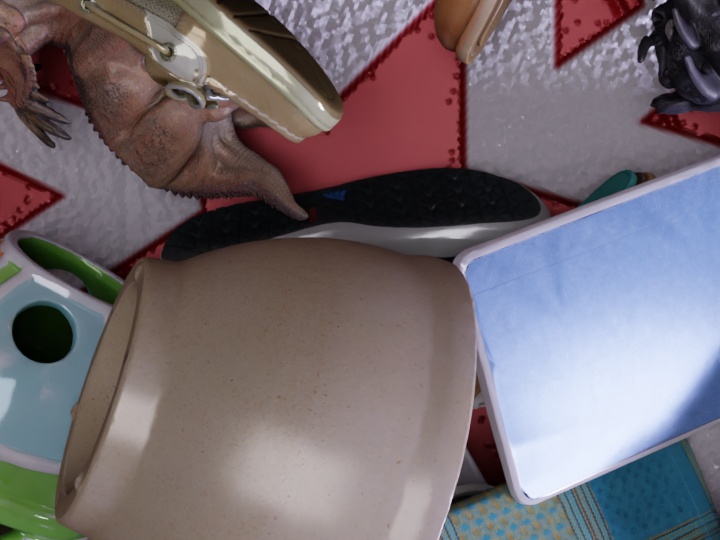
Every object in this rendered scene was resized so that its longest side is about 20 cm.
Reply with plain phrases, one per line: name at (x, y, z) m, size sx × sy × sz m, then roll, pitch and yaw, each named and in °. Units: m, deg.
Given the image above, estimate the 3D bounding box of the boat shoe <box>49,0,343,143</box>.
boat shoe at (-0.098, -0.114, 0.697) m, size 0.201 × 0.073 × 0.063 m, roll 36°, pitch 103°, yaw 1°

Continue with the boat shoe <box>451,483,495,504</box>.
boat shoe at (0.081, 0.206, 0.789) m, size 0.076 × 0.060 × 0.200 m, roll -20°, pitch 103°, yaw 10°

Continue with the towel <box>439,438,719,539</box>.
towel at (0.105, 0.166, 0.744) m, size 0.200 × 0.022 × 0.147 m, roll -16°, pitch 78°, yaw -31°

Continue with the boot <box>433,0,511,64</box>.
boot at (0.019, -0.211, 0.758) m, size 0.154 × 0.074 × 0.200 m, roll 14°, pitch 86°, yaw 3°

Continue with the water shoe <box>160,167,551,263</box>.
water shoe at (0.000, 0.000, 0.794) m, size 0.200 × 0.072 × 0.079 m, roll -6°, pitch 119°, yaw 9°

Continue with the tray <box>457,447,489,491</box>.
tray at (-0.017, 0.161, 0.819) m, size 0.200 × 0.022 × 0.107 m, roll -28°, pitch 107°, yaw 8°

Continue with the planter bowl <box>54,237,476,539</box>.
planter bowl at (-0.052, 0.069, 0.677) m, size 0.135 × 0.200 × 0.200 m, roll 20°, pitch 98°, yaw -15°

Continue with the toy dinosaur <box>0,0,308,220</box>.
toy dinosaur at (-0.113, -0.087, 0.779) m, size 0.136 × 0.086 × 0.200 m, roll -39°, pitch 96°, yaw 8°

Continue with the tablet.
tablet at (0.146, 0.021, 0.752) m, size 0.200 × 0.014 × 0.130 m, roll -20°, pitch 105°, yaw -18°

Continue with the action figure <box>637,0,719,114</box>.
action figure at (0.168, -0.145, 0.712) m, size 0.102 × 0.119 × 0.200 m, roll -36°, pitch 107°, yaw -25°

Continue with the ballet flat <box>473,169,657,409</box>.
ballet flat at (0.082, 0.031, 0.783) m, size 0.200 × 0.069 × 0.063 m, roll -37°, pitch 106°, yaw 9°

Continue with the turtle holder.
turtle holder at (-0.156, 0.065, 0.767) m, size 0.185 × 0.141 × 0.132 m, roll 34°, pitch 99°, yaw 13°

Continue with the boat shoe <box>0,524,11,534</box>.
boat shoe at (-0.179, 0.196, 0.830) m, size 0.068 × 0.072 × 0.200 m, roll -30°, pitch 103°, yaw 41°
